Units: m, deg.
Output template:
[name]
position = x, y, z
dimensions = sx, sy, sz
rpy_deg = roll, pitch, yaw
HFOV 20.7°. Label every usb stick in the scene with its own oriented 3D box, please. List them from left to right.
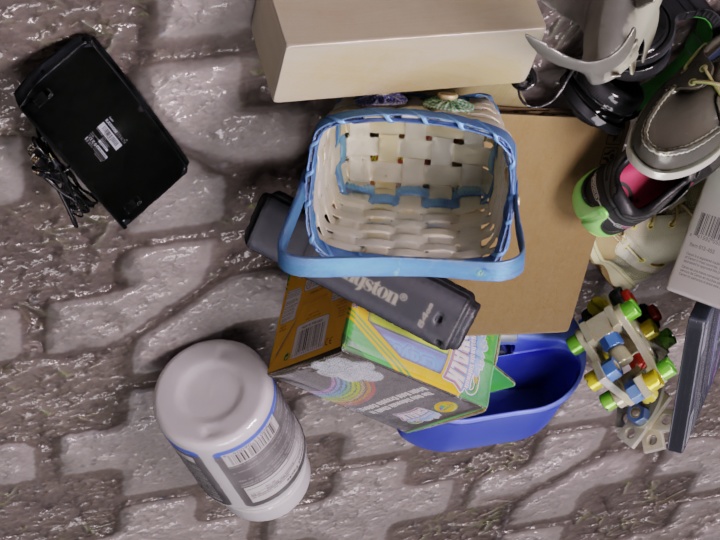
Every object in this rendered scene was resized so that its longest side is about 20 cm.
[usb stick]
position = 0.000, 0.000, 1.595
dimensions = 0.055, 0.200, 0.033
rpy_deg = -63, 174, 11

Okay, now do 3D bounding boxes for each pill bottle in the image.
[pill bottle]
position = -0.115, 0.157, 1.865
dimensions = 0.114, 0.114, 0.200
rpy_deg = -19, 148, 2

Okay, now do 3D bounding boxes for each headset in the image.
[headset]
position = 0.195, -0.173, 1.571
dimensions = 0.200, 0.094, 0.124
rpy_deg = -15, 147, -33

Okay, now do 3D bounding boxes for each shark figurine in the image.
[shark figurine]
position = 0.169, -0.182, 1.438
dimensions = 0.089, 0.215, 0.128
rpy_deg = 21, 137, 12

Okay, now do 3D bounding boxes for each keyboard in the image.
[keyboard]
position = -0.211, -0.104, 1.508
dimensions = 0.104, 0.040, 0.200
rpy_deg = -41, 147, -6

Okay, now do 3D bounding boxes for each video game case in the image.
[video game case]
position = 0.325, 0.059, 1.839
dimensions = 0.019, 0.200, 0.143
rpy_deg = 13, 121, 16

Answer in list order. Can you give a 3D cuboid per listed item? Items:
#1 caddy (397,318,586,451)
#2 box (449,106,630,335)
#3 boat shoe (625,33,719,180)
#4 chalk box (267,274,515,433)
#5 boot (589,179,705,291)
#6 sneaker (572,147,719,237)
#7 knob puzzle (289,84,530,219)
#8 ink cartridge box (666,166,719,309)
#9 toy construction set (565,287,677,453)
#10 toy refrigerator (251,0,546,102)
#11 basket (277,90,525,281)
[caddy]
position = 0.109, 0.085, 1.839
dimensions = 0.200, 0.141, 0.105
rpy_deg = -8, 152, -16
[box]
position = 0.132, -0.039, 1.633
dimensions = 0.163, 0.021, 0.200
rpy_deg = -1, 116, -34
[boat shoe]
position = 0.282, -0.145, 1.558
dimensions = 0.202, 0.072, 0.060
rpy_deg = -40, 161, -31
[chalk box]
position = 0.042, 0.058, 1.707
dimensions = 0.200, 0.124, 0.124
rpy_deg = 24, 154, -29
[boot]
position = 0.269, -0.057, 1.763
dimensions = 0.155, 0.072, 0.200
rpy_deg = -25, 153, 13
[sneaker]
position = 0.264, -0.095, 1.618
dimensions = 0.200, 0.077, 0.084
rpy_deg = -43, -168, -20
[knob puzzle]
position = 0.056, -0.105, 1.623
dimensions = 0.220, 0.030, 0.220
rpy_deg = -14, 148, -9
[ink cartridge box]
position = 0.366, -0.051, 1.665
dimensions = 0.084, 0.145, 0.200
rpy_deg = 17, 94, -43
[toy construction set]
position = 0.254, 0.090, 1.815
dimensions = 0.092, 0.131, 0.200
rpy_deg = -28, 152, 5
[toy refrigerator]
position = 0.027, -0.177, 1.456
dimensions = 0.200, 0.076, 0.070
rpy_deg = -6, 147, -18
[basket]
position = 0.032, -0.054, 1.467
dimensions = 0.176, 0.200, 0.139
rpy_deg = 2, 127, 2
